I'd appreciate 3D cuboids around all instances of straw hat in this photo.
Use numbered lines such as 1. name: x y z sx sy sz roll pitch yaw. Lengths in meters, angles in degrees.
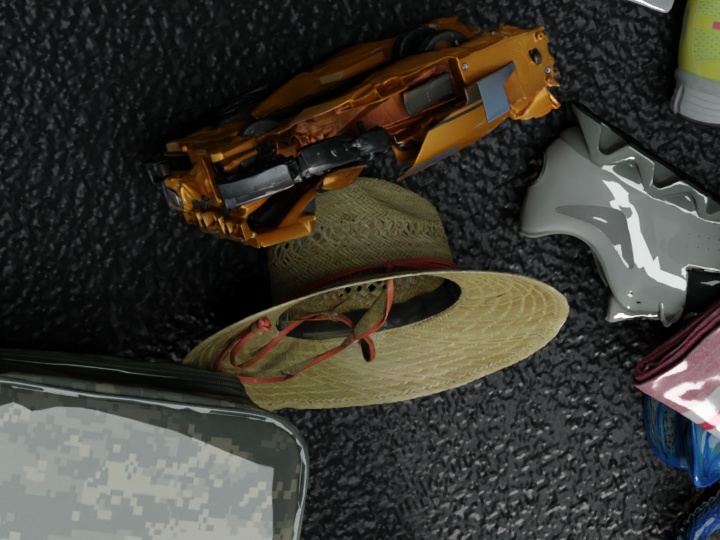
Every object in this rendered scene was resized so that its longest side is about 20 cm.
1. straw hat: 0.000 0.000 1.506 0.200 0.201 0.086 -4 67 -18

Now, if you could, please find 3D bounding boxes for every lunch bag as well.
1. lunch bag: -0.139 0.109 1.442 0.199 0.168 0.140 8 92 -16

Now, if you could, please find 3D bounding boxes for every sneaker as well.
1. sneaker: 0.173 0.000 1.570 0.199 0.074 0.089 32 97 -3
2. sneaker: 0.258 -0.131 1.569 0.199 0.078 0.091 -9 103 -19

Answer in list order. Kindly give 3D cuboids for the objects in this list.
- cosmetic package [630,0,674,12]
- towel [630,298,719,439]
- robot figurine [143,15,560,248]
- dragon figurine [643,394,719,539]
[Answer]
1. cosmetic package: 0.086 -0.256 1.416 0.167 0.166 0.201 17 102 -24
2. towel: 0.261 0.065 1.560 0.200 0.023 0.144 33 124 -27
3. robot figurine: -0.007 -0.068 1.459 0.199 0.145 0.058 -27 108 -20
4. dragon figurine: 0.193 0.082 1.621 0.099 0.059 0.201 -19 112 -13
